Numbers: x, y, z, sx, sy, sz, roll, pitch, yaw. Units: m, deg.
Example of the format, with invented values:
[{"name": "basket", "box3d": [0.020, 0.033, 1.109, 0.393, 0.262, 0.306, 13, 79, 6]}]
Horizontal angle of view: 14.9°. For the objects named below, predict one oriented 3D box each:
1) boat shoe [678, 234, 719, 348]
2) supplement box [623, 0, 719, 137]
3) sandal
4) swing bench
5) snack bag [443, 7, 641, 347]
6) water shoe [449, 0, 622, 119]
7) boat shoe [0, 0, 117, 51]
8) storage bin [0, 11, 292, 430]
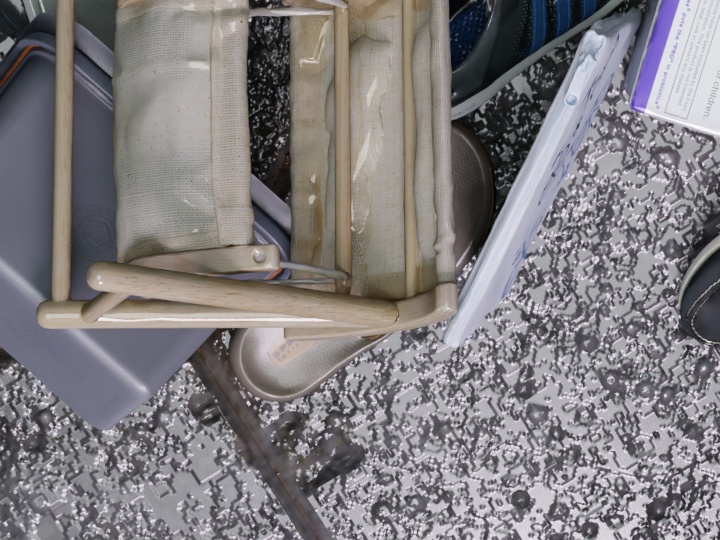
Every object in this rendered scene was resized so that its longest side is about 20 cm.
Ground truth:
[{"name": "boat shoe", "box3d": [0.244, 0.011, 1.493, 0.074, 0.066, 0.199, 38, 139, -27]}, {"name": "supplement box", "box3d": [0.252, -0.113, 1.500, 0.199, 0.101, 0.104, 16, 101, 1]}, {"name": "sandal", "box3d": [0.000, 0.000, 1.561, 0.200, 0.055, 0.082, -42, 95, 10]}, {"name": "swing bench", "box3d": [-0.056, -0.072, 1.419, 0.199, 0.130, 0.200, 4, 79, -19]}, {"name": "snack bag", "box3d": [0.094, -0.051, 1.472, 0.021, 0.200, 0.189, 27, 103, 6]}, {"name": "water shoe", "box3d": [0.092, -0.159, 1.504, 0.200, 0.079, 0.072, -46, 67, 10]}, {"name": "boat shoe", "box3d": [-0.192, -0.172, 1.542, 0.060, 0.076, 0.201, -14, 113, 44]}, {"name": "storage bin", "box3d": [-0.154, -0.015, 1.509, 0.200, 0.145, 0.135, 42, 60, -7]}]
